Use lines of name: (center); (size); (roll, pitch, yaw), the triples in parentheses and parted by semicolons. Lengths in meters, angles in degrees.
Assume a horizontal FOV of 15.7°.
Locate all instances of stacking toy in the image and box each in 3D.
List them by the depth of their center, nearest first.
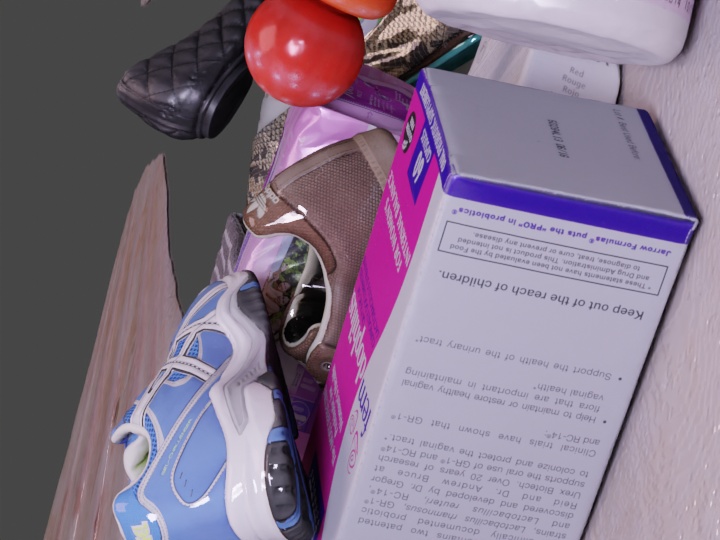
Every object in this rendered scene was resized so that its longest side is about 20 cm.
stacking toy: (0.011, -0.161, 1.138); (0.201, 0.085, 0.085); (-63, 16, 16)

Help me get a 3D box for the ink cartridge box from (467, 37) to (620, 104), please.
ink cartridge box: (0.081, -0.082, 1.190); (0.162, 0.050, 0.201); (128, 165, -66)

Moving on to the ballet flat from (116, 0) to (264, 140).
ballet flat: (-0.065, -0.136, 1.392); (0.200, 0.057, 0.067); (-55, -12, -51)

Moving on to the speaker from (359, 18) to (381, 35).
speaker: (0.014, -0.134, 1.411); (0.089, 0.088, 0.201); (-93, 19, -50)

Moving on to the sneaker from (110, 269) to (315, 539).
sneaker: (-0.068, 0.058, 1.104); (0.200, 0.077, 0.076); (-102, -3, -70)

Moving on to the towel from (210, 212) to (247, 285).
towel: (-0.069, 0.062, 1.604); (0.200, 0.085, 0.167); (-123, 47, -73)

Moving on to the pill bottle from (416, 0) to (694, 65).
pill bottle: (0.094, -0.190, 1.032); (0.112, 0.112, 0.201); (-169, 91, -78)

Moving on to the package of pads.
package of pads: (-0.024, 0.004, 1.253); (0.121, 0.075, 0.201); (-91, 20, -73)

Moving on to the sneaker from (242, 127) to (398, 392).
sneaker: (0.003, 0.030, 1.139); (0.071, 0.075, 0.201); (-119, 11, -57)

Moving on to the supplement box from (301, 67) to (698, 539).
supplement box: (0.049, 0.036, 1.046); (0.101, 0.103, 0.201); (-102, 25, -62)

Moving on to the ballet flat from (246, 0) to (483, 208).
ballet flat: (-0.004, -0.101, 1.353); (0.200, 0.076, 0.068); (-41, -12, 33)
